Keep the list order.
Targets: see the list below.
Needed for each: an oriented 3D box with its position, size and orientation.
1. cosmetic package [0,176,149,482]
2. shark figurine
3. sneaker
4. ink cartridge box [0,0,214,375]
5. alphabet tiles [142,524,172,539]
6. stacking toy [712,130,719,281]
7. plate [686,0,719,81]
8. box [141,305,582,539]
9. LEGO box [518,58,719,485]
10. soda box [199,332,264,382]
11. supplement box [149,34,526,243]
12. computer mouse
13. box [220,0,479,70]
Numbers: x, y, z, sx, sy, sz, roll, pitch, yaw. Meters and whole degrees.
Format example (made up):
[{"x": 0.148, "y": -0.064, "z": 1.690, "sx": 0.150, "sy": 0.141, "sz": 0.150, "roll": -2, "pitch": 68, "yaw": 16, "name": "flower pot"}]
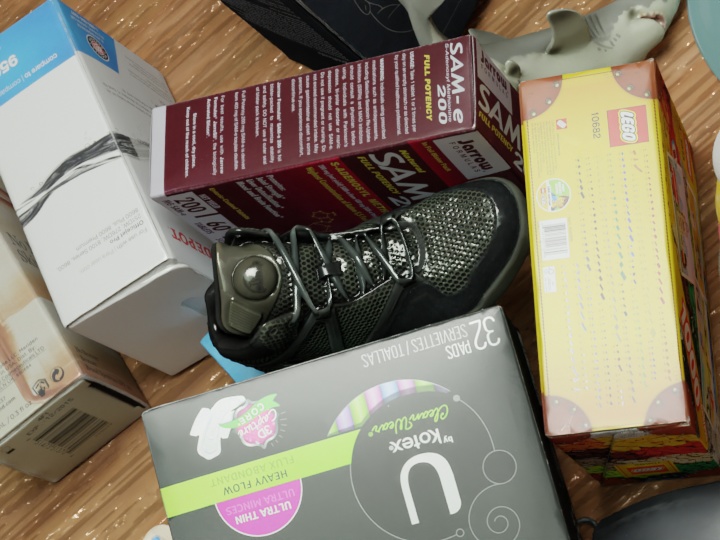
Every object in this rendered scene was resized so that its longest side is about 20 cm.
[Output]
[{"x": -0.232, "y": 0.026, "z": 1.200, "sx": 0.087, "sy": 0.103, "sz": 0.200, "roll": -38, "pitch": 67, "yaw": 6, "name": "cosmetic package"}, {"x": 0.078, "y": -0.136, "z": 1.104, "sx": 0.090, "sy": 0.214, "sz": 0.128, "roll": 48, "pitch": 124, "yaw": 46, "name": "shark figurine"}, {"x": -0.005, "y": 0.004, "z": 1.017, "sx": 0.199, "sy": 0.114, "sz": 0.076, "roll": -23, "pitch": 70, "yaw": 28, "name": "sneaker"}, {"x": -0.152, "y": -0.049, "z": 1.164, "sx": 0.084, "sy": 0.145, "sz": 0.200, "roll": -32, "pitch": 66, "yaw": 12, "name": "ink cartridge box"}, {"x": -0.071, "y": 0.239, "z": 1.118, "sx": 0.200, "sy": 0.015, "sz": 0.196, "roll": 27, "pitch": 80, "yaw": 26, "name": "alphabet tiles"}, {"x": 0.234, "y": -0.038, "z": 0.973, "sx": 0.146, "sy": 0.200, "sz": 0.146, "roll": -11, "pitch": 65, "yaw": 25, "name": "stacking toy"}, {"x": 0.289, "y": -0.178, "z": 1.093, "sx": 0.200, "sy": 0.026, "sz": 0.201, "roll": -6, "pitch": 73, "yaw": 19, "name": "plate"}, {"x": 0.006, "y": 0.120, "z": 0.999, "sx": 0.200, "sy": 0.124, "sz": 0.149, "roll": -17, "pitch": 80, "yaw": 6, "name": "box"}, {"x": 0.146, "y": 0.006, "z": 1.028, "sx": 0.077, "sy": 0.149, "sz": 0.200, "roll": -8, "pitch": 73, "yaw": 16, "name": "LEGO box"}, {"x": 0.000, "y": 0.000, "z": 1.136, "sx": 0.200, "sy": 0.064, "sz": 0.068, "roll": -47, "pitch": 64, "yaw": 3, "name": "soda box"}, {"x": -0.008, "y": -0.066, "z": 1.061, "sx": 0.200, "sy": 0.109, "sz": 0.061, "roll": -11, "pitch": 66, "yaw": 23, "name": "supplement box"}, {"x": 0.184, "y": 0.169, "z": 1.021, "sx": 0.200, "sy": 0.053, "sz": 0.139, "roll": -23, "pitch": 67, "yaw": 14, "name": "computer mouse"}, {"x": -0.004, "y": -0.235, "z": 1.122, "sx": 0.124, "sy": 0.197, "sz": 0.200, "roll": 25, "pitch": 85, "yaw": 35, "name": "box"}]
